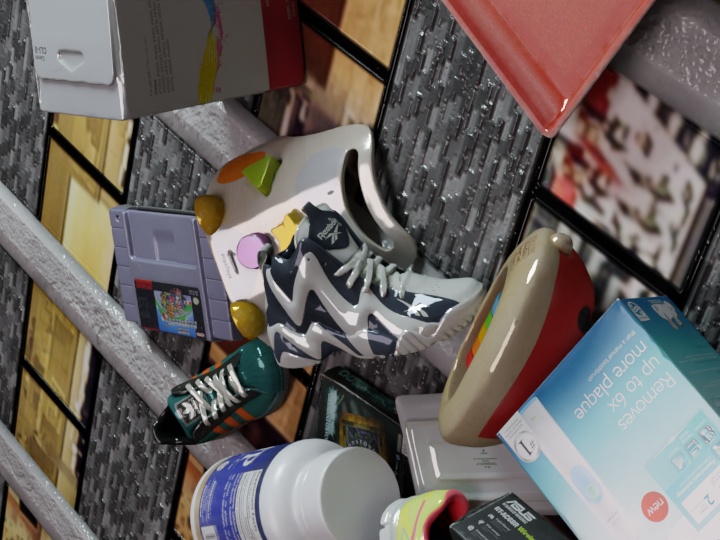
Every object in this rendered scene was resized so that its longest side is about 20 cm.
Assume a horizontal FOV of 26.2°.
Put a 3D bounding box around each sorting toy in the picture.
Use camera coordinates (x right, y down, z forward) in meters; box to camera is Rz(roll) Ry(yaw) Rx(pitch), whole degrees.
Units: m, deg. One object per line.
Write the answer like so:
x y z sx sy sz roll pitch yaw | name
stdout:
-0.039 -0.039 1.372 0.179 0.106 0.202 -25 84 32 | sorting toy

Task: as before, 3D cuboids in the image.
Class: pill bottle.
-0.057 0.216 1.399 0.199 0.119 0.121 -19 89 51 | pill bottle

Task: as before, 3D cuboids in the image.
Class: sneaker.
0.000 0.000 1.280 0.197 0.079 0.131 -9 110 30 | sneaker
-0.142 0.131 1.544 0.200 0.079 0.072 -43 71 48 | sneaker
0.070 0.270 1.254 0.090 0.077 0.202 -37 57 43 | sneaker

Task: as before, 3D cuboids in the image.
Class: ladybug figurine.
0.123 0.057 1.184 0.071 0.136 0.201 23 125 -2 | ladybug figurine

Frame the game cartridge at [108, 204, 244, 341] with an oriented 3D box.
-0.190 0.002 1.597 0.199 0.038 0.132 7 104 49 | game cartridge

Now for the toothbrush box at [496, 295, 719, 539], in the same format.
0.217 0.140 1.092 0.147 0.085 0.201 -50 64 26 | toothbrush box

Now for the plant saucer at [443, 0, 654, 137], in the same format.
0.137 -0.235 1.105 0.201 0.036 0.200 56 138 21 | plant saucer

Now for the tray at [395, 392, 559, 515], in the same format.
0.109 0.153 1.279 0.198 0.022 0.109 -8 97 42 | tray

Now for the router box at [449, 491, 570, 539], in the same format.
0.150 0.275 1.111 0.200 0.062 0.151 37 145 52 | router box

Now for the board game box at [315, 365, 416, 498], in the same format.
0.007 0.206 1.437 0.135 0.028 0.202 31 126 40 | board game box

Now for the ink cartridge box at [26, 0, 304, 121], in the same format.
-0.174 -0.221 1.363 0.144 0.199 0.147 11 112 47 | ink cartridge box
